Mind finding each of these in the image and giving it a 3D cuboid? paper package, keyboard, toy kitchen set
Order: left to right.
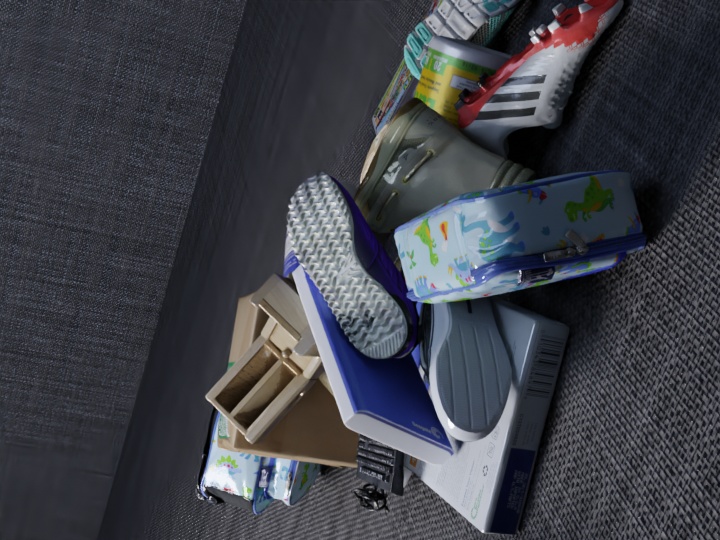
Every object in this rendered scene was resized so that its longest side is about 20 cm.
[{"bbox_3d":[-0.068,0.125,1.223,0.180,0.163,0.200,-48,-10,2],"label":"toy kitchen set"},{"bbox_3d":[-0.068,0.135,1.412,0.103,0.191,0.200,155,125,-71],"label":"paper package"},{"bbox_3d":[0.009,0.207,1.215,0.200,0.040,0.104,145,125,-79],"label":"keyboard"}]

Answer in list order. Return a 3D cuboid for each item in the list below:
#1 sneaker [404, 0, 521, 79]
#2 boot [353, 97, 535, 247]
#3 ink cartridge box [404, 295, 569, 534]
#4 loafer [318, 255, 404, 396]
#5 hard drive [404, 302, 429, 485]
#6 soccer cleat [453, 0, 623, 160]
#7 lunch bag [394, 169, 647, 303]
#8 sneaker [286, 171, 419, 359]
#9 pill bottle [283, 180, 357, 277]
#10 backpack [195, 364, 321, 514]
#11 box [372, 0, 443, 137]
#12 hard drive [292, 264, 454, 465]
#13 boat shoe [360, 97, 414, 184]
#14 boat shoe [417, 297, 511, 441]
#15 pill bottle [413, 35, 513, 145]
[{"bbox_3d":[0.134,-0.292,1.266,0.200,0.091,0.078,-41,78,31],"label":"sneaker"},{"bbox_3d":[0.073,-0.051,1.133,0.072,0.155,0.200,-40,-22,-55],"label":"boot"},{"bbox_3d":[0.111,0.123,1.089,0.200,0.041,0.200,-153,76,-66],"label":"ink cartridge box"},{"bbox_3d":[0.011,0.061,1.353,0.200,0.067,0.076,-62,8,-13],"label":"loafer"},{"bbox_3d":[0.063,0.121,1.263,0.132,0.025,0.200,-104,31,-55],"label":"hard drive"},{"bbox_3d":[0.178,-0.182,1.079,0.200,0.085,0.069,-39,14,29],"label":"soccer cleat"},{"bbox_3d":[0.132,-0.025,0.957,0.200,0.161,0.083,158,100,-67],"label":"lunch bag"},{"bbox_3d":[0.000,0.000,1.111,0.070,0.100,0.200,-32,71,20],"label":"sneaker"},{"bbox_3d":[-0.044,-0.018,1.561,0.120,0.120,0.200,128,150,-54],"label":"pill bottle"},{"bbox_3d":[-0.116,0.210,1.536,0.183,0.147,0.200,-19,-61,-75],"label":"backpack"},{"bbox_3d":[0.078,-0.251,1.408,0.200,0.035,0.110,-61,15,19],"label":"box"},{"bbox_3d":[0.010,0.087,1.100,0.025,0.132,0.200,-44,41,20],"label":"hard drive"},{"bbox_3d":[0.045,-0.140,1.330,0.065,0.072,0.200,-39,-6,-41],"label":"boat shoe"},{"bbox_3d":[0.090,0.081,1.034,0.200,0.072,0.071,-87,14,-46],"label":"boat shoe"},{"bbox_3d":[0.100,-0.136,1.201,0.111,0.111,0.200,-125,50,-67],"label":"pill bottle"}]
